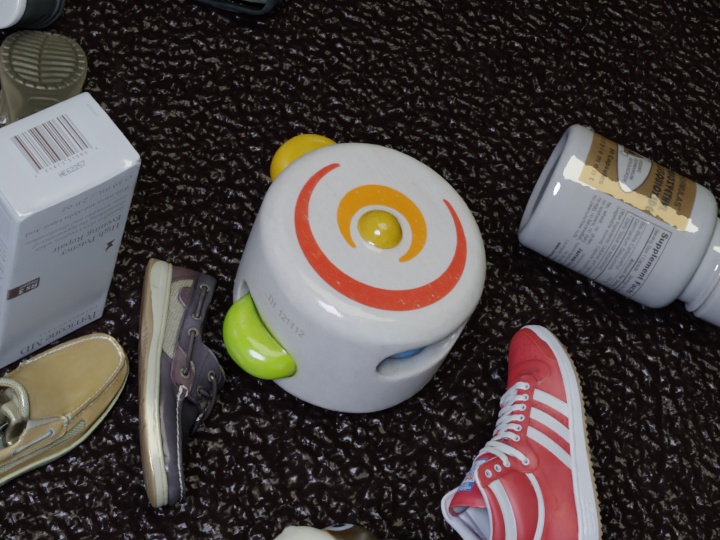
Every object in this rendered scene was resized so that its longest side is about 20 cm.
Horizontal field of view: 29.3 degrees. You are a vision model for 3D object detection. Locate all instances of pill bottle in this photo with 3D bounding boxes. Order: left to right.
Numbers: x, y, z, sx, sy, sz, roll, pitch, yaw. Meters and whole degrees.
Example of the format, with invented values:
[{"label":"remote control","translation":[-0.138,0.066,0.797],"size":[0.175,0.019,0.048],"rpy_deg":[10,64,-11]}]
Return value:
[{"label":"pill bottle","translation":[0.246,-0.033,1.190],"size":[0.198,0.115,0.115],"rpy_deg":[26,52,-1]}]

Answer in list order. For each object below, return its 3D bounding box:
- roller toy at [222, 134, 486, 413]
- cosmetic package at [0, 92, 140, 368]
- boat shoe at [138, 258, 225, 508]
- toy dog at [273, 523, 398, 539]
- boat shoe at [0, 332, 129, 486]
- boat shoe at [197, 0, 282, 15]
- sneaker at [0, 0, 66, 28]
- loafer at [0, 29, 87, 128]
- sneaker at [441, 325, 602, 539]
[{"label":"roller toy","translation":[0.000,0.000,1.066],"size":[0.180,0.140,0.202],"rpy_deg":[18,52,-7]},{"label":"cosmetic package","translation":[-0.225,-0.023,0.965],"size":[0.101,0.201,0.074],"rpy_deg":[-30,69,-32]},{"label":"boat shoe","translation":[-0.131,0.078,1.012],"size":[0.064,0.072,0.202],"rpy_deg":[2,51,-10]},{"label":"toy dog","translation":[-0.027,0.257,0.887],"size":[0.192,0.140,0.202],"rpy_deg":[26,51,-17]},{"label":"boat shoe","translation":[-0.236,0.100,0.956],"size":[0.071,0.076,0.200],"rpy_deg":[40,53,11]},{"label":"boat shoe","translation":[-0.160,-0.283,1.246],"size":[0.197,0.075,0.067],"rpy_deg":[26,40,-12]},{"label":"sneaker","translation":[-0.337,-0.245,1.171],"size":[0.198,0.072,0.099],"rpy_deg":[20,14,22]},{"label":"loafer","translation":[-0.259,-0.123,1.110],"size":[0.075,0.068,0.201],"rpy_deg":[8,39,-17]},{"label":"sneaker","translation":[0.114,0.131,1.060],"size":[0.111,0.071,0.203],"rpy_deg":[4,58,-20]}]
